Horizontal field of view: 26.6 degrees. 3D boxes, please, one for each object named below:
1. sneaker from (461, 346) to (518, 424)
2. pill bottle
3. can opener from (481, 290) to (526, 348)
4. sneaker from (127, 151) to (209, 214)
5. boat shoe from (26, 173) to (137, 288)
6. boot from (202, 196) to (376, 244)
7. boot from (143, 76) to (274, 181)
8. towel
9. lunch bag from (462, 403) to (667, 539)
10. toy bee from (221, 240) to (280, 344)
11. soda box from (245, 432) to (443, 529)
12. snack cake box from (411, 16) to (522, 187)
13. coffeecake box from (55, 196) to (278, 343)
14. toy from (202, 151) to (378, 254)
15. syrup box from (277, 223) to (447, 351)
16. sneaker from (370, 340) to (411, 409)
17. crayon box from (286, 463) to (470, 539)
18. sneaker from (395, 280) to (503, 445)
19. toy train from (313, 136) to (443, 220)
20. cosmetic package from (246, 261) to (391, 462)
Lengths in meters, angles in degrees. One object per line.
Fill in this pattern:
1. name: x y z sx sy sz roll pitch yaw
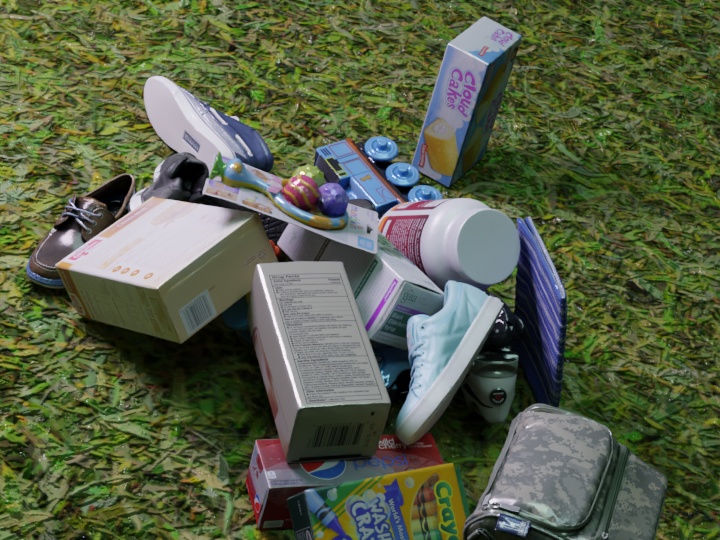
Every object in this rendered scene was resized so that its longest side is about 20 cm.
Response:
1. sneaker: 0.140 0.119 1.749 0.073 0.090 0.200 0 13 1
2. pill bottle: 0.101 -0.027 1.791 0.112 0.115 0.199 -4 3 -25
3. can opener: 0.088 0.052 1.726 0.197 0.079 0.064 10 58 22
4. sneaker: -0.214 -0.107 1.860 0.067 0.090 0.200 54 21 -12
5. boat shoe: -0.326 -0.054 1.787 0.071 0.073 0.200 22 37 10
6. boot: -0.089 -0.068 1.895 0.198 0.071 0.131 17 20 29
7. boot: -0.203 -0.187 2.020 0.090 0.073 0.200 -13 53 -44
8. towel: 0.201 0.058 1.737 0.024 0.202 0.146 -11 43 -9
9. lunch bag: 0.196 0.243 1.513 0.167 0.140 0.200 36 38 -2
10. toy bee: -0.115 0.024 1.721 0.199 0.109 0.131 38 -4 6
11. soda box: -0.014 0.215 1.564 0.197 0.064 0.070 1 39 -20
12. snack cake box: 0.145 -0.230 2.082 0.067 0.202 0.115 29 39 17
13. coffeecake box: -0.213 -0.005 1.670 0.199 0.074 0.153 11 40 46
14. toy: -0.068 -0.088 1.662 0.197 0.048 0.116 17 25 -6
15. syrup box: 0.000 0.000 1.711 0.078 0.082 0.200 18 21 -47
16. sneaker: -0.001 0.122 1.680 0.198 0.079 0.090 -13 48 -33
17. crayon box: 0.037 0.263 1.483 0.198 0.052 0.127 -7 76 -28
18. sneaker: 0.073 0.094 1.611 0.081 0.074 0.201 29 56 9
19. toy train: 0.023 -0.092 1.964 0.113 0.087 0.200 -20 51 -26
20. cosmetic package: -0.047 0.091 1.571 0.102 0.088 0.201 -1 46 -18
